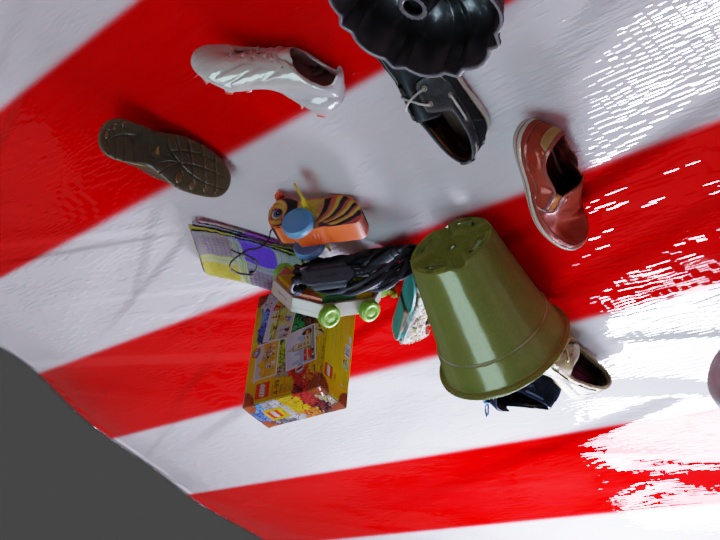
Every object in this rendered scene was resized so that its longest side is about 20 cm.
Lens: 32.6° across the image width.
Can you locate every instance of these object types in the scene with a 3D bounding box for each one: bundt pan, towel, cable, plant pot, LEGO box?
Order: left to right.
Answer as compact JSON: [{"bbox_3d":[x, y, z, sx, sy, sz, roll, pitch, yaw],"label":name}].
[{"bbox_3d":[-0.173,-0.013,1.956,0.197,0.023,0.145,16,147,13],"label":"towel"},{"bbox_3d":[-0.092,0.125,1.904,0.147,0.203,0.077,-17,139,29],"label":"LEGO box"},{"bbox_3d":[0.000,0.000,1.740,0.197,0.163,0.052,-10,96,11],"label":"cable"},{"bbox_3d":[0.067,-0.302,1.305,0.199,0.076,0.203,17,147,11],"label":"bundt pan"},{"bbox_3d":[0.159,0.037,1.675,0.198,0.201,0.191,-6,125,39],"label":"plant pot"}]

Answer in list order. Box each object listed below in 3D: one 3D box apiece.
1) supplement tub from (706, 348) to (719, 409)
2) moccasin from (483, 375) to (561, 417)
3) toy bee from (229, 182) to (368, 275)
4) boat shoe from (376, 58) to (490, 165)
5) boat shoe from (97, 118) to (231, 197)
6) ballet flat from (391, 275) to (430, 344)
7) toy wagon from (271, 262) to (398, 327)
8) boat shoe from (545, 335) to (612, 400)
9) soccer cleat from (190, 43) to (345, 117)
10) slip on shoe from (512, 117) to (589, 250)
[{"bbox_3d":[0.560,0.184,1.646,0.131,0.133,0.200,-9,137,42],"label":"supplement tub"},{"bbox_3d":[0.221,0.186,1.939,0.198,0.069,0.081,-8,136,42],"label":"moccasin"},{"bbox_3d":[-0.090,-0.076,1.749,0.196,0.110,0.132,-2,140,-6],"label":"toy bee"},{"bbox_3d":[0.080,-0.208,1.449,0.071,0.068,0.200,-12,132,46],"label":"boat shoe"},{"bbox_3d":[-0.279,-0.165,1.769,0.197,0.073,0.068,22,-177,-12],"label":"boat shoe"},{"bbox_3d":[0.090,0.046,1.839,0.063,0.077,0.201,-6,155,-11],"label":"ballet flat"},{"bbox_3d":[-0.031,0.026,1.818,0.155,0.197,0.040,39,128,49],"label":"toy wagon"},{"bbox_3d":[0.294,0.122,1.801,0.199,0.075,0.066,33,146,-33],"label":"boat shoe"},{"bbox_3d":[-0.112,-0.251,1.521,0.197,0.070,0.078,16,144,0],"label":"soccer cleat"},{"bbox_3d":[0.241,-0.098,1.493,0.061,0.074,0.201,20,148,42],"label":"slip on shoe"}]
